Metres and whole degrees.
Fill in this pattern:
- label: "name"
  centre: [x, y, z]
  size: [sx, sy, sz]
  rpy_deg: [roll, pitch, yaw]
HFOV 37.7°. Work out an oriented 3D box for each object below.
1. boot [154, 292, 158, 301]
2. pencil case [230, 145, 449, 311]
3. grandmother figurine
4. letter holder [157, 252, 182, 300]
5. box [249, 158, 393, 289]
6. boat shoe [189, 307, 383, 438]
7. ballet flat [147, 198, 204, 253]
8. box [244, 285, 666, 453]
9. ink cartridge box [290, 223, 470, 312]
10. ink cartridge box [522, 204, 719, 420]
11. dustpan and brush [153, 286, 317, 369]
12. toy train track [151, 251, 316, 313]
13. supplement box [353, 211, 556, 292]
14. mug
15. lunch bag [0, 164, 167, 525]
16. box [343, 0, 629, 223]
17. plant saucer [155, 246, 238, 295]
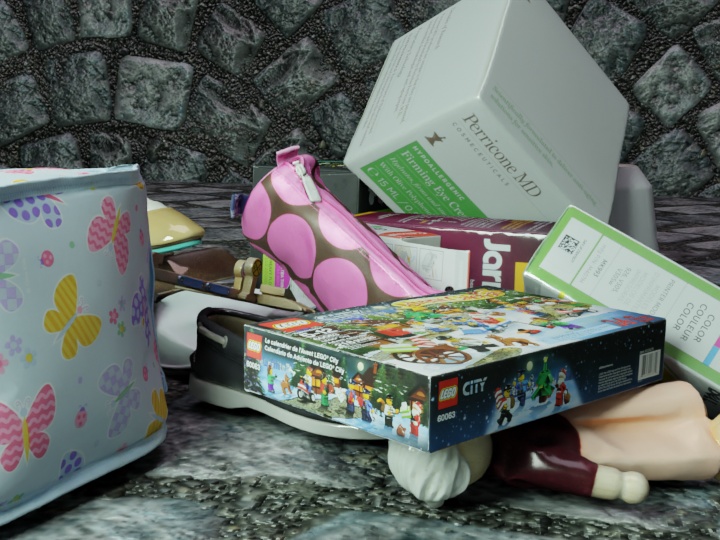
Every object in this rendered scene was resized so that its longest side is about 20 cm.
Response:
- label: "boot"
  centre: [-0.226, 0.019, 0.766]
  size: [0.132, 0.070, 0.200]
  rpy_deg: [37, 2, -10]
- label: "pencil case"
  centre: [0.000, 0.000, 0.763]
  size: [0.200, 0.094, 0.091]
  rpy_deg: [42, 45, 20]
- label: "grandmother figurine"
  centre: [0.106, 0.093, 0.575]
  size: [0.199, 0.061, 0.121]
  rpy_deg: [0, 0, -22]
- label: "letter holder"
  centre: [-0.290, -0.026, 1.173]
  size: [0.200, 0.101, 0.142]
  rpy_deg: [9, 10, 43]
- label: "box"
  centre: [-0.022, -0.044, 1.147]
  size: [0.124, 0.149, 0.200]
  rpy_deg: [6, 10, 21]
- label: "boat shoe"
  centre: [-0.032, 0.063, 0.687]
  size: [0.200, 0.061, 0.074]
  rpy_deg: [8, 11, 38]
- label: "ballet flat"
  centre: [-0.212, -0.035, 0.912]
  size: [0.200, 0.063, 0.069]
  rpy_deg: [-11, 3, 42]
- label: "box"
  centre: [0.055, 0.045, 0.580]
  size: [0.200, 0.038, 0.136]
  rpy_deg: [-8, 13, -43]
- label: "ink cartridge box"
  centre: [0.024, 0.022, 0.857]
  size: [0.050, 0.109, 0.200]
  rpy_deg: [-6, 12, -44]
- label: "ink cartridge box"
  centre: [0.204, 0.044, 0.677]
  size: [0.200, 0.059, 0.104]
  rpy_deg: [31, -10, 18]
- label: "dustpan and brush"
  centre: [-0.147, 0.048, 0.887]
  size: [0.200, 0.057, 0.139]
  rpy_deg: [15, 25, 35]
- label: "toy train track"
  centre: [-0.103, 0.001, 0.757]
  size: [0.114, 0.033, 0.200]
  rpy_deg: [9, -4, 27]
- label: "supplement box"
  centre: [0.082, 0.009, 0.941]
  size: [0.199, 0.111, 0.086]
  rpy_deg: [4, 10, 22]
- label: "mug"
  centre: [0.230, -0.036, 1.121]
  size: [0.186, 0.154, 0.149]
  rpy_deg: [3, 9, 17]
- label: "lunch bag"
  centre: [-0.187, 0.031, 0.573]
  size: [0.127, 0.170, 0.200]
  rpy_deg: [3, 11, 29]
- label: "box"
  centre: [0.128, -0.132, 1.018]
  size: [0.171, 0.199, 0.200]
  rpy_deg: [-23, 35, 40]
- label: "plant saucer"
  centre: [-0.204, 0.010, 0.987]
  size: [0.200, 0.035, 0.200]
  rpy_deg: [-12, 2, 0]
